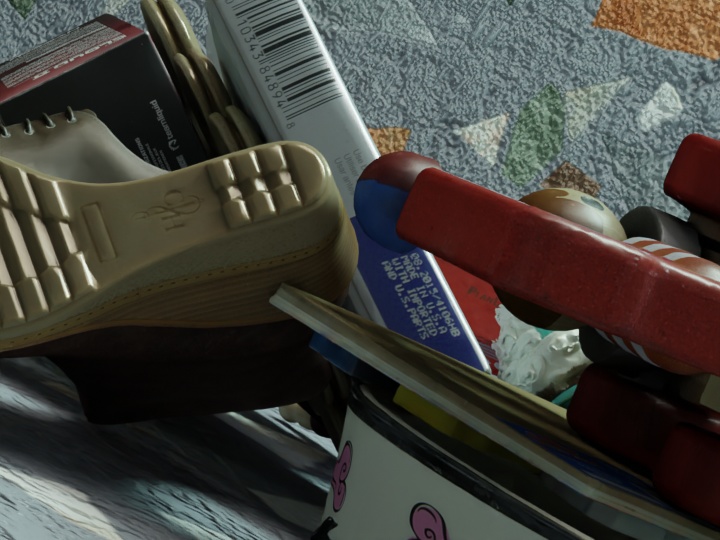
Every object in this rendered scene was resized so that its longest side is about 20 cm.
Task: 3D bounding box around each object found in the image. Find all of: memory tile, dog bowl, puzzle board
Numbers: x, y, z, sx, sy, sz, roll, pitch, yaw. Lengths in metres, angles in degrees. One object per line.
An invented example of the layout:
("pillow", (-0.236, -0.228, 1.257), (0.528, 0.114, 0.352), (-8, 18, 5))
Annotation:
("memory tile", (-0.042, -0.014, 1.110), (0.153, 0.017, 0.201), (-123, -169, -51))
("dog bowl", (0.069, 0.115, 0.822), (0.199, 0.074, 0.200), (28, 3, -1))
("puzzle board", (0.076, 0.067, 0.865), (0.150, 0.017, 0.200), (32, 5, 41))

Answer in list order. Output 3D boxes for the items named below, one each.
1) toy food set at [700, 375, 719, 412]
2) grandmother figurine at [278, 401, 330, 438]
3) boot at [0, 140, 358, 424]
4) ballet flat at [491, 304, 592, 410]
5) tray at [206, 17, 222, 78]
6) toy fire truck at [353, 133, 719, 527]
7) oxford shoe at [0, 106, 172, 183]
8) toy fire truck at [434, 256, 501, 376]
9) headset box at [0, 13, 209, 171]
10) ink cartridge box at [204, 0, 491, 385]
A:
("toy food set", (0.187, 0.061, 0.930), (0.060, 0.200, 0.144), (-8, 59, -35))
("grandmother figurine", (-0.023, 0.045, 1.269), (0.200, 0.061, 0.121), (38, -14, 22))
("boot", (-0.099, 0.022, 0.887), (0.199, 0.073, 0.167), (-9, -26, -9))
("ballet flat", (0.088, 0.072, 1.068), (0.072, 0.072, 0.200), (29, -28, 24))
("tray", (-0.027, -0.029, 1.202), (0.200, 0.022, 0.108), (53, -22, 32))
("toy fire truck", (0.086, 0.004, 0.823), (0.167, 0.113, 0.200), (23, 4, -19))
("oxford shoe", (-0.137, -0.025, 0.993), (0.199, 0.085, 0.073), (14, -27, -14))
("toy fire truck", (0.104, 0.065, 1.225), (0.199, 0.049, 0.141), (22, -30, 18))
("headset box", (-0.102, -0.029, 1.125), (0.149, 0.075, 0.200), (65, -6, -11))
("ink cartridge box", (0.000, 0.000, 1.069), (0.197, 0.043, 0.200), (63, -5, 20))
